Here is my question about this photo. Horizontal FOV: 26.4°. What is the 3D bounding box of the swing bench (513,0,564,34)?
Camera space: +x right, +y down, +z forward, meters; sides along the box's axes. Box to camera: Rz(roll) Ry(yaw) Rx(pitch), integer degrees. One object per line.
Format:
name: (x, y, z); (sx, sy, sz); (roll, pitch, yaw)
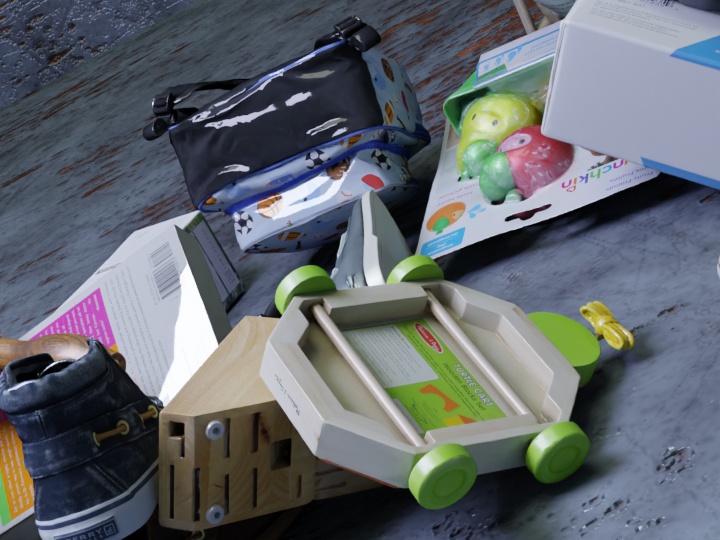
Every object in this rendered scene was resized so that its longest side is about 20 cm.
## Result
swing bench: (0.244, -0.294, 1.365); (0.200, 0.130, 0.199); (-34, 18, -30)

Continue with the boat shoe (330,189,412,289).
boat shoe: (0.000, 0.000, 1.043); (0.062, 0.073, 0.200); (-30, 16, 11)

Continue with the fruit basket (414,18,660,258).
fruit basket: (0.125, -0.094, 1.076); (0.185, 0.094, 0.200); (-20, 24, 26)

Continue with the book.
book: (-0.171, 0.078, 0.977); (0.200, 0.048, 0.134); (-35, 55, 15)

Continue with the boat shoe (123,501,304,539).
boat shoe: (-0.111, 0.149, 0.833); (0.200, 0.070, 0.070); (-39, 19, -29)

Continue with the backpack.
backpack: (-0.032, -0.100, 1.200); (0.200, 0.155, 0.190); (-17, 2, 22)

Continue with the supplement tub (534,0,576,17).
supplement tub: (0.179, -0.246, 1.132); (0.132, 0.200, 0.132); (-29, 50, 43)

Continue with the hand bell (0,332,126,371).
hand bell: (-0.216, 0.050, 0.924); (0.200, 0.104, 0.104); (1, 34, 39)

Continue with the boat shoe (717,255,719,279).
boat shoe: (0.259, -0.073, 0.818); (0.200, 0.093, 0.075); (-34, 19, -13)

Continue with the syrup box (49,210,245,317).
syrup box: (-0.179, 0.042, 1.189); (0.081, 0.079, 0.200); (-15, 24, 35)

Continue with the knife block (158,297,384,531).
knife block: (-0.054, 0.066, 0.862); (0.200, 0.064, 0.175); (-9, 20, -32)

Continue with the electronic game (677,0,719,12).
electronic game: (0.232, -0.215, 0.975); (0.199, 0.042, 0.200); (5, 35, -3)

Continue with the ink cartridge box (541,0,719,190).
ink cartridge box: (0.215, -0.144, 0.981); (0.145, 0.084, 0.200); (18, 37, 14)

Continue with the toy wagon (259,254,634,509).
toy wagon: (0.052, 0.052, 0.785); (0.199, 0.040, 0.155); (-6, 39, -31)

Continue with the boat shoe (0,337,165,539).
boat shoe: (-0.136, 0.075, 0.810); (0.071, 0.091, 0.200); (-17, 8, 1)
